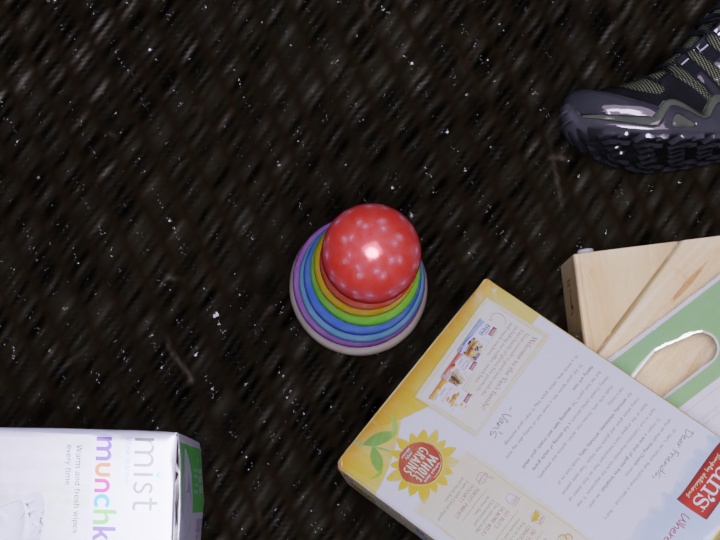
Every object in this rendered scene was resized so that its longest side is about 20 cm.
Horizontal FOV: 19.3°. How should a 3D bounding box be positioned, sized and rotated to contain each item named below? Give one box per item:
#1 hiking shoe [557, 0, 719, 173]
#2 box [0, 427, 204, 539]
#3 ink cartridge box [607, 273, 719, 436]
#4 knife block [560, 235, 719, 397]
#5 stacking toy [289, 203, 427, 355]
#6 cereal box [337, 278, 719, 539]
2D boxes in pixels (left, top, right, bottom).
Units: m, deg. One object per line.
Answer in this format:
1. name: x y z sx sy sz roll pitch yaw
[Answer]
1. hiking shoe: 0.214 -0.119 1.297 0.200 0.076 0.101 -5 75 -11
2. box: -0.182 0.139 1.189 0.176 0.200 0.097 1 83 0
3. ink cartridge box: 0.224 0.117 1.214 0.145 0.048 0.200 -37 65 -1
4. knife block: 0.181 0.071 1.273 0.200 0.064 0.176 -7 85 -2
5. stacking toy: 0.000 0.000 1.207 0.085 0.200 0.086 0 84 -1
6. cereal box: 0.107 0.116 1.192 0.200 0.040 0.144 36 77 21
